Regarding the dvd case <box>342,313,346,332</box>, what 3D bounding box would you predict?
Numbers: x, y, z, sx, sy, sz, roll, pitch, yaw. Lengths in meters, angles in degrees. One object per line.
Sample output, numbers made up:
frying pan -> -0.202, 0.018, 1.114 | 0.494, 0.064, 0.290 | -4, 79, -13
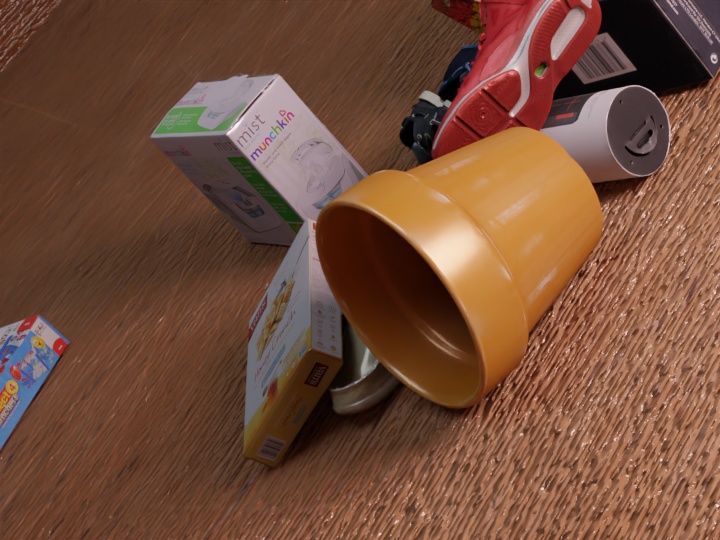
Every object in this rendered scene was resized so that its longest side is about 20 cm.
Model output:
dvd case -> 0.000, 0.000, 1.706 | 0.200, 0.018, 0.143 | -42, 25, 2

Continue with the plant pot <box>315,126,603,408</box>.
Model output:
plant pot -> 0.095, -0.020, 1.411 | 0.183, 0.201, 0.200 | -36, 20, -24

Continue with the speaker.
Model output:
speaker -> 0.182, -0.114, 1.538 | 0.200, 0.081, 0.081 | -4, 45, 54

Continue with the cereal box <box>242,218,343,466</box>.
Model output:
cereal box -> -0.064, 0.065, 1.595 | 0.144, 0.039, 0.200 | -59, 20, 31

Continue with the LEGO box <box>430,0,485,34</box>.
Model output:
LEGO box -> 0.188, -0.328, 1.773 | 0.200, 0.149, 0.077 | -56, -9, -26

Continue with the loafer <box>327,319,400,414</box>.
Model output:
loafer -> 0.015, 0.044, 1.551 | 0.076, 0.068, 0.200 | -17, 36, 45

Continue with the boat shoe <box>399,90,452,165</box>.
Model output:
boat shoe -> 0.081, -0.133, 1.730 | 0.066, 0.075, 0.199 | -45, 24, 1

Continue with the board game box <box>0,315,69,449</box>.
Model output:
board game box -> -0.483, 0.162, 2.138 | 0.200, 0.056, 0.196 | -18, 35, 44

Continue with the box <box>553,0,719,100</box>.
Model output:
box -> 0.263, -0.268, 1.605 | 0.200, 0.123, 0.199 | -9, 43, 51

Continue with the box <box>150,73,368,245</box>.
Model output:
box -> -0.106, -0.121, 1.872 | 0.097, 0.177, 0.200 | -51, 26, -18

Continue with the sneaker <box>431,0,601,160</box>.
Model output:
sneaker -> 0.125, -0.178, 1.531 | 0.200, 0.078, 0.116 | -47, 29, 6

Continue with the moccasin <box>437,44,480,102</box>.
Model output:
moccasin -> 0.139, -0.191, 1.753 | 0.068, 0.080, 0.200 | -53, 11, -9
